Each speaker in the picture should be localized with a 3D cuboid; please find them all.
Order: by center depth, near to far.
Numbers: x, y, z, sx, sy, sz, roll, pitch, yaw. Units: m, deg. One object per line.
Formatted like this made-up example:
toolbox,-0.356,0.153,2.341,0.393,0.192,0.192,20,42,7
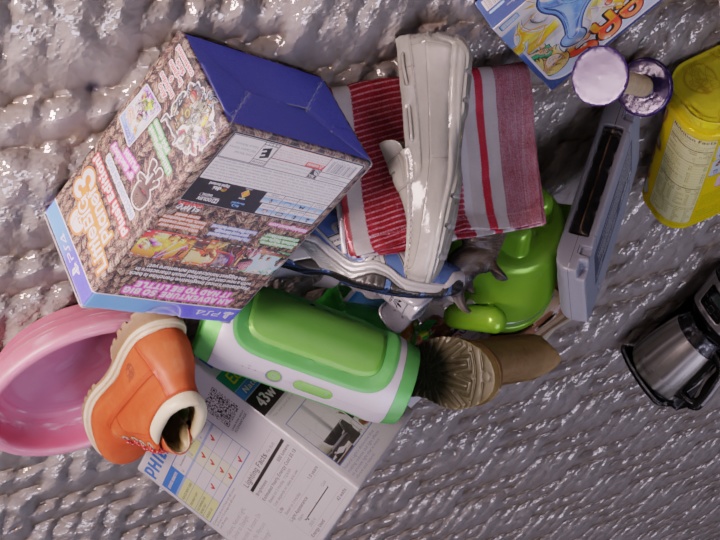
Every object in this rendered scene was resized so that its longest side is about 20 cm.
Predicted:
speaker,-0.049,0.073,1.126,0.197,0.089,0.089,20,135,-9

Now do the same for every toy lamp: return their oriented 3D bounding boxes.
toy lamp,0.246,-0.172,1.139,0.058,0.059,0.199,-43,163,23

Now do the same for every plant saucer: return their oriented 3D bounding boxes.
plant saucer,-0.257,0.094,1.136,0.198,0.051,0.202,-23,149,-14

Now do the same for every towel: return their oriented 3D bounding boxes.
towel,0.067,-0.095,1.054,0.197,0.147,0.023,-10,-174,-24

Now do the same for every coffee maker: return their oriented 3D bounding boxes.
coffee maker,0.494,0.087,1.754,0.200,0.135,0.192,-46,171,29

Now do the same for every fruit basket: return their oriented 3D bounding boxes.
fruit basket,0.017,0.099,1.321,0.199,0.094,0.185,29,119,-35

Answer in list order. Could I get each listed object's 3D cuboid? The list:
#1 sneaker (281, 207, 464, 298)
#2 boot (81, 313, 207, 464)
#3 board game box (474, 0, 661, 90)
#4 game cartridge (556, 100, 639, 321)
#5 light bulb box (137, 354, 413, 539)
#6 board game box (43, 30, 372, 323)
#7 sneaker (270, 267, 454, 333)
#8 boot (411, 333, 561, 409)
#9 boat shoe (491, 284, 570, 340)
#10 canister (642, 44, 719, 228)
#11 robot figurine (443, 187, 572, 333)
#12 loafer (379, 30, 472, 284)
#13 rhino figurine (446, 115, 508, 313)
sneaker,0.001,-0.025,1.076,0.197,0.078,0.076,17,173,-9
boot,-0.190,0.133,1.098,0.074,0.108,0.201,-11,147,-32
board game box,0.206,-0.250,1.036,0.199,0.035,0.135,-39,150,16
game cartridge,0.240,-0.058,1.249,0.134,0.041,0.202,74,35,-63
light bulb box,-0.087,0.169,1.224,0.125,0.199,0.199,-47,171,-47
board game box,-0.120,-0.064,0.965,0.158,0.098,0.200,10,133,-49
sneaker,0.000,0.000,1.146,0.197,0.116,0.075,-16,159,-25
boot,0.132,0.092,1.246,0.198,0.067,0.174,-2,-177,-41
boat shoe,0.213,0.032,1.444,0.071,0.076,0.201,0,138,-38
canister,0.380,-0.143,1.310,0.147,0.087,0.201,-24,152,-12
robot figurine,0.147,-0.015,1.264,0.176,0.115,0.201,-53,160,-26
loafer,0.049,-0.092,1.007,0.069,0.204,0.070,6,179,10
rhino figurine,0.099,-0.060,1.121,0.086,0.060,0.204,-7,102,-28
